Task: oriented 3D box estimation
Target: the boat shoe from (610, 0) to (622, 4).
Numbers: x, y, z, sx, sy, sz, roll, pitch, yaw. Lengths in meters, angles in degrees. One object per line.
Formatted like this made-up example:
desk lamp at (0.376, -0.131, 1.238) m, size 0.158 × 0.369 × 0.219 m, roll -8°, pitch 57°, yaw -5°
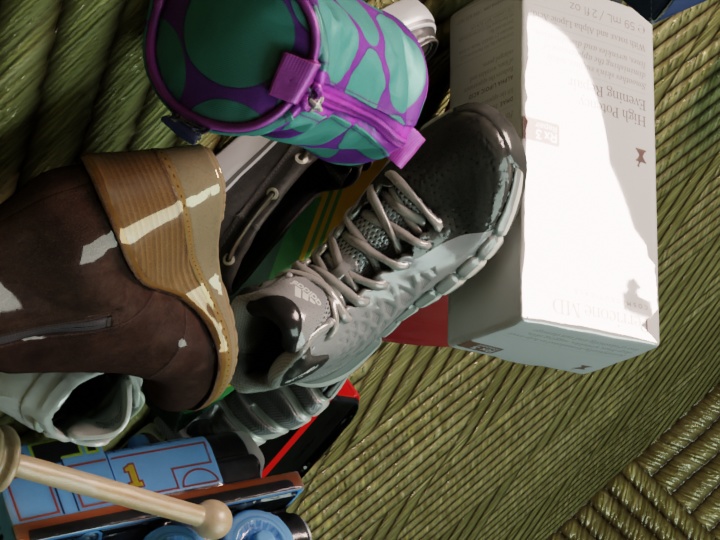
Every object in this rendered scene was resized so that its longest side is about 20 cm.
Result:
boat shoe at (0.133, -0.198, 1.341) m, size 0.066 × 0.075 × 0.199 m, roll -36°, pitch 158°, yaw 7°

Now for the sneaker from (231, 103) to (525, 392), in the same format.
sneaker at (0.000, 0.000, 1.229) m, size 0.200 × 0.075 × 0.115 m, roll -50°, pitch 166°, yaw 27°

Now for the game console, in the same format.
game console at (-0.091, 0.155, 1.775) m, size 0.200 × 0.031 × 0.177 m, roll -50°, pitch 161°, yaw 10°

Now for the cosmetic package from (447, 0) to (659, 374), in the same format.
cosmetic package at (0.107, -0.052, 1.317) m, size 0.102 × 0.200 × 0.074 m, roll 11°, pitch 159°, yaw -33°

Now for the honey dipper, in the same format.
honey dipper at (-0.147, 0.113, 1.250) m, size 0.200 × 0.038 × 0.038 m, roll 22°, pitch 115°, yaw -41°

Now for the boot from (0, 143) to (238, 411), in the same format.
boot at (-0.144, 0.022, 1.092) m, size 0.166 × 0.072 × 0.200 m, roll -20°, pitch 149°, yaw -16°

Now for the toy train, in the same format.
toy train at (-0.125, 0.146, 1.346) m, size 0.200 × 0.114 × 0.087 m, roll -9°, pitch 157°, yaw -30°

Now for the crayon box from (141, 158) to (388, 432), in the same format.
crayon box at (-0.044, -0.003, 1.407) m, size 0.200 × 0.052 × 0.126 m, roll -39°, pitch 164°, yaw -32°

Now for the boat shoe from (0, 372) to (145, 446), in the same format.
boat shoe at (-0.149, 0.065, 1.240) m, size 0.074 × 0.067 × 0.200 m, roll -53°, pitch 165°, yaw 7°

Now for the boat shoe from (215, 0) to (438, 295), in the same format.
boat shoe at (-0.024, -0.065, 1.280) m, size 0.200 × 0.057 × 0.069 m, roll -43°, pitch 166°, yaw -13°

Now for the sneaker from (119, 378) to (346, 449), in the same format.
sneaker at (-0.074, 0.085, 1.541) m, size 0.200 × 0.075 × 0.115 m, roll -37°, pitch 174°, yaw 13°

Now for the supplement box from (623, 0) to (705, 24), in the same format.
supplement box at (0.121, -0.241, 0.917) m, size 0.134 × 0.200 × 0.200 m, roll -28°, pitch 157°, yaw -54°

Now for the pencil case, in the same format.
pencil case at (-0.030, -0.094, 1.107) m, size 0.085 × 0.092 × 0.200 m, roll -49°, pitch 167°, yaw 10°

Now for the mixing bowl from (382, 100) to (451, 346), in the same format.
mixing bowl at (0.080, -0.031, 1.436) m, size 0.200 × 0.108 × 0.200 m, roll -157°, pitch -90°, yaw -89°
